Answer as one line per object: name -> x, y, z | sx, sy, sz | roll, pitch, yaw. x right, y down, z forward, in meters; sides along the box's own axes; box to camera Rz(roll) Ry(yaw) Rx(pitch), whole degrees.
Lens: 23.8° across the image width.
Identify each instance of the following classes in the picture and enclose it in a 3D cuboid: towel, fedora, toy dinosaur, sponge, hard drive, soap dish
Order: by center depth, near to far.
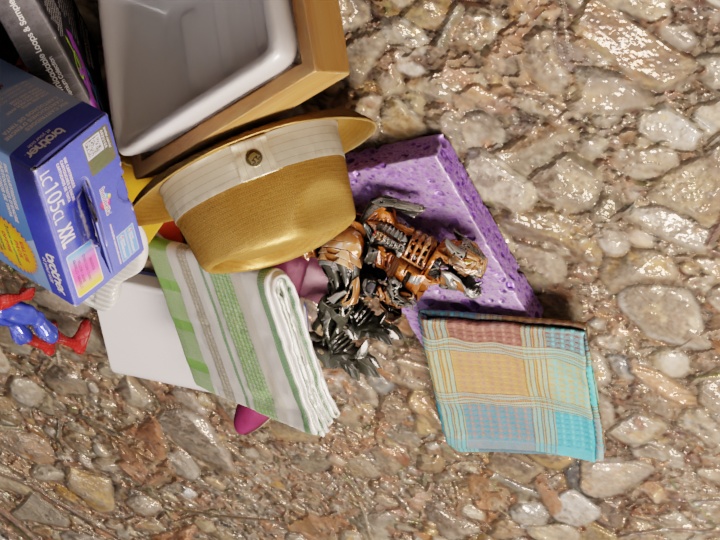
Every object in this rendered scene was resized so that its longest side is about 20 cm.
soap dish -> -0.097, -0.170, 1.209 | 0.081, 0.158, 0.200 | 7, 156, -44
fedora -> -0.071, -0.049, 1.268 | 0.200, 0.200, 0.082 | -29, 80, 43
toy dinosaur -> 0.000, 0.000, 1.360 | 0.199, 0.102, 0.136 | 19, 117, 33
sponge -> 0.060, -0.019, 1.385 | 0.111, 0.030, 0.200 | -9, 130, 32
towel -> -0.099, 0.047, 1.402 | 0.200, 0.031, 0.150 | 17, 129, 53
towel -> 0.130, 0.101, 1.458 | 0.146, 0.022, 0.200 | 3, 144, 15
hard drive -> -0.142, 0.062, 1.569 | 0.199, 0.025, 0.132 | 11, 137, 14

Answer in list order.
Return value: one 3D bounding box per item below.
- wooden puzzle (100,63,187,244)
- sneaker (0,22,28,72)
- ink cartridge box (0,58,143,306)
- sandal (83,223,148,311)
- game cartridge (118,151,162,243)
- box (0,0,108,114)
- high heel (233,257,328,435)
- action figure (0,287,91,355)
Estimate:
wooden puzzle -> -0.150, -0.086, 1.407 | 0.200, 0.037, 0.185 | 37, 137, -15
sneaker -> -0.329, -0.202, 1.305 | 0.199, 0.070, 0.090 | 30, 179, 0
ink cartridge box -> -0.236, -0.067, 1.222 | 0.199, 0.076, 0.137 | 26, 144, 31
sandal -> -0.213, -0.024, 1.389 | 0.082, 0.050, 0.203 | 29, 155, -8
game cartridge -> -0.259, -0.068, 1.396 | 0.199, 0.033, 0.176 | 19, 144, -20
box -> -0.240, -0.199, 1.250 | 0.036, 0.143, 0.200 | -23, 128, 4
high heel -> -0.087, 0.050, 1.466 | 0.096, 0.068, 0.201 | 26, 113, -10
action figure -> -0.326, 0.033, 1.550 | 0.065, 0.052, 0.200 | 2, 167, 29
